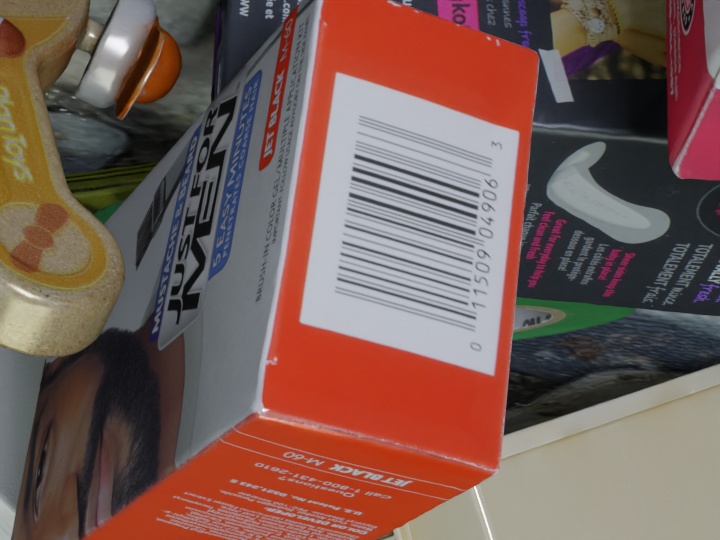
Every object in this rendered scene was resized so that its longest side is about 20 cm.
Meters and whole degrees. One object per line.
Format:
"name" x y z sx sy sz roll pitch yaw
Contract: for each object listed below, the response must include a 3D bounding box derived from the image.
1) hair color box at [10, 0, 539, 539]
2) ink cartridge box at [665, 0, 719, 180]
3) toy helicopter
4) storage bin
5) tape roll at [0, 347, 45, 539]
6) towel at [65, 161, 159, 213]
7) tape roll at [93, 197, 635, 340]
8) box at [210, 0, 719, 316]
"hair color box" -0.031 0.021 0.551 0.064 0.111 0.200 16 154 -19
"ink cartridge box" 0.120 -0.122 0.421 0.083 0.146 0.200 5 157 -3
"toy helicopter" -0.097 -0.051 0.568 0.132 0.200 0.079 12 128 -34
"storage bin" 0.064 0.126 0.973 0.200 0.094 0.198 -14 173 -42
"tape roll" -0.192 0.062 0.824 0.202 0.139 0.203 6 138 6
"towel" -0.107 -0.021 0.855 0.199 0.018 0.086 -7 160 20
"tape roll" 0.000 0.000 0.771 0.200 0.048 0.200 -5 172 -1
"box" 0.056 -0.060 0.624 0.199 0.106 0.122 6 157 -4
